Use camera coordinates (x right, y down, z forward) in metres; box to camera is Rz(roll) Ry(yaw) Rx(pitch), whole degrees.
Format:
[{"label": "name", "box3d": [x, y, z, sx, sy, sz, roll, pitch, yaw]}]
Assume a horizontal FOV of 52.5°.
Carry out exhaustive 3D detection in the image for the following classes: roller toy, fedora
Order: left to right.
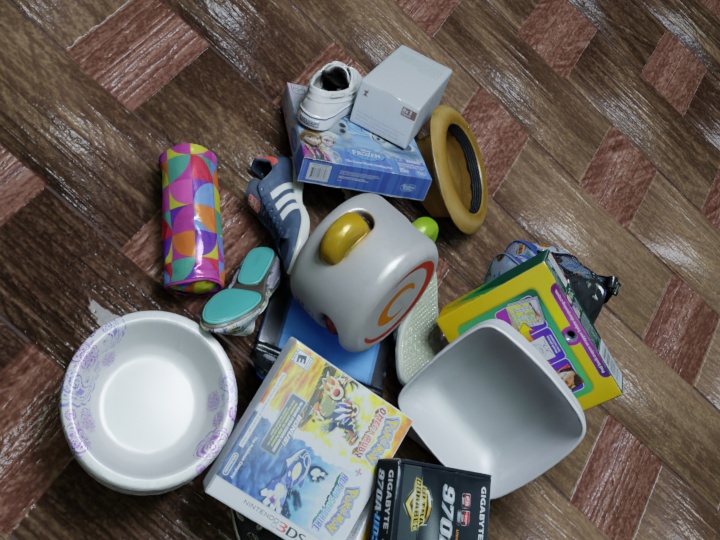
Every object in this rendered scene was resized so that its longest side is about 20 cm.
[{"label": "roller toy", "box3d": [0.000, 0.000, 0.964, 0.139, 0.185, 0.198, 41, 32, 19]}, {"label": "fedora", "box3d": [0.132, -0.152, 1.146, 0.199, 0.080, 0.206, 25, 60, -51]}]

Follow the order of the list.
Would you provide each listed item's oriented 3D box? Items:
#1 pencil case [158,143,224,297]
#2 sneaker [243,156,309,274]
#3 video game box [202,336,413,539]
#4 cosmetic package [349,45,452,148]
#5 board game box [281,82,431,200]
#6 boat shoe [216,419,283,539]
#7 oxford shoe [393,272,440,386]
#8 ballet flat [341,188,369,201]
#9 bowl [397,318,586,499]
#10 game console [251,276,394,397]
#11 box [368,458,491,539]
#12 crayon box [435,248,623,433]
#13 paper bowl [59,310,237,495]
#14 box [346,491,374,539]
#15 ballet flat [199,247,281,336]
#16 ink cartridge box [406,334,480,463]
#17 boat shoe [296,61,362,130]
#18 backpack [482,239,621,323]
[{"label": "pencil case", "box3d": [-0.227, -0.067, 0.976, 0.086, 0.088, 0.205, 1, 70, -23]}, {"label": "sneaker", "box3d": [-0.121, -0.081, 1.016, 0.082, 0.076, 0.203, 8, 46, -20]}, {"label": "video game box", "box3d": [-0.060, 0.216, 0.869, 0.180, 0.047, 0.203, 34, 82, -16]}, {"label": "cosmetic package", "box3d": [0.066, -0.273, 1.130, 0.100, 0.075, 0.201, 27, 38, 7]}, {"label": "board game box", "box3d": [-0.011, -0.194, 1.087, 0.195, 0.044, 0.202, 7, 40, -22]}, {"label": "boat shoe", "box3d": [-0.125, 0.283, 0.905, 0.072, 0.060, 0.205, -15, 78, -27]}, {"label": "oxford shoe", "box3d": [0.076, 0.078, 1.063, 0.074, 0.057, 0.205, 24, 55, -30]}, {"label": "ballet flat", "box3d": [0.009, -0.116, 1.105, 0.074, 0.064, 0.205, -7, 74, -25]}, {"label": "bowl", "box3d": [0.172, 0.171, 0.944, 0.201, 0.199, 0.075, 47, 29, 1]}, {"label": "game console", "box3d": [-0.037, 0.106, 0.981, 0.196, 0.171, 0.121, 23, 91, -14]}, {"label": "box", "box3d": [0.080, 0.336, 0.863, 0.156, 0.046, 0.206, 19, 71, -33]}, {"label": "crayon box", "box3d": [0.224, 0.104, 0.973, 0.203, 0.170, 0.058, 57, 28, -6]}, {"label": "paper bowl", "box3d": [-0.249, 0.159, 0.865, 0.195, 0.104, 0.206, 7, 67, -17]}, {"label": "box", "box3d": [0.006, 0.376, 0.902, 0.111, 0.101, 0.203, 35, 62, -14]}, {"label": "ballet flat", "box3d": [-0.147, 0.043, 0.944, 0.071, 0.072, 0.201, 37, 30, -7]}, {"label": "ink cartridge box", "box3d": [0.149, 0.169, 1.063, 0.115, 0.067, 0.202, 36, 62, -8]}, {"label": "boat shoe", "box3d": [-0.037, -0.273, 1.076, 0.071, 0.067, 0.200, 28, 36, 8]}, {"label": "backpack", "box3d": [0.258, 0.051, 1.085, 0.150, 0.191, 0.204, 16, 110, -15]}]
